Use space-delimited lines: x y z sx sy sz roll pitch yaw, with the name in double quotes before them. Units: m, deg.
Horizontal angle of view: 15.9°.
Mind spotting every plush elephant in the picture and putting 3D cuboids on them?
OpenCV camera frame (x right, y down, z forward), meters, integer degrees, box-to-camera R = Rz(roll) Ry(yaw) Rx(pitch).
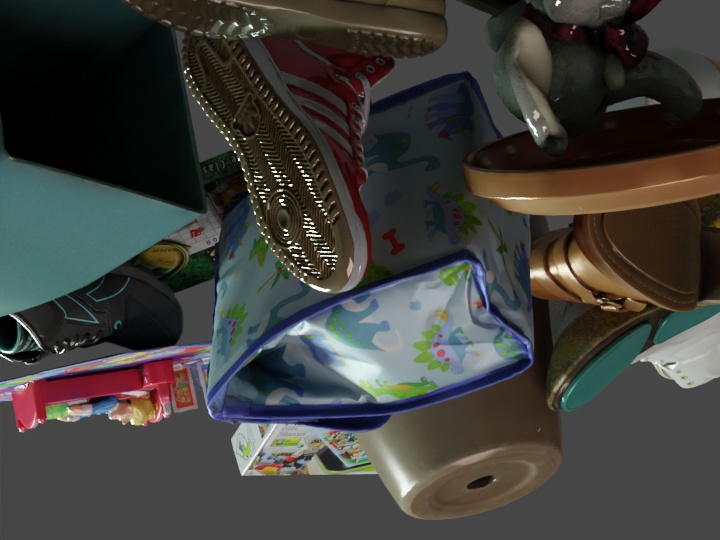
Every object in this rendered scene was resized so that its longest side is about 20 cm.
"plush elephant" 0.132 -0.140 1.426 0.198 0.165 0.156 -1 110 4

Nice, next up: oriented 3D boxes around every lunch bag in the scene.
"lunch bag" 0.000 0.000 1.552 0.199 0.171 0.128 -18 129 18

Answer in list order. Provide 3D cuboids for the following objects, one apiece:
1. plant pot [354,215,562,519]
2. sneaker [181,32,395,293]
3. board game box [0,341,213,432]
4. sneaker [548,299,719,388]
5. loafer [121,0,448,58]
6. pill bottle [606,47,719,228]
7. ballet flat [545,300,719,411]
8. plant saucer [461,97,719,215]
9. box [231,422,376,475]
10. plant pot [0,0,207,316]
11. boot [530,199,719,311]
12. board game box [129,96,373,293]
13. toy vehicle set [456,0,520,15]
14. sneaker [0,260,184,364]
"plant pot" 0.055 0.067 1.720 0.199 0.176 0.200 -15 156 -7
"sneaker" -0.016 -0.071 1.481 0.112 0.201 0.071 0 140 -40
"board game box" -0.169 0.085 1.695 0.199 0.039 0.158 -14 173 21
"sneaker" 0.208 0.057 1.898 0.199 0.074 0.116 -18 145 -4
"loafer" -0.047 -0.166 1.436 0.199 0.068 0.076 10 167 -10
"pill bottle" 0.217 -0.079 1.664 0.199 0.113 0.113 16 134 -43
"ballet flat" 0.174 0.029 1.703 0.199 0.071 0.071 -30 158 -35
"plant saucer" 0.157 -0.063 1.444 0.199 0.033 0.200 -10 -170 2
"box" 0.015 0.107 1.909 0.199 0.035 0.110 2 142 -29
"plant pot" -0.211 -0.059 1.458 0.141 0.142 0.200 15 142 -41
"boot" 0.149 -0.014 1.578 0.155 0.077 0.199 1 178 41
"board game box" -0.072 -0.042 1.656 0.199 0.024 0.105 -21 149 4
"toy vehicle set" 0.110 -0.199 1.510 0.199 0.027 0.124 16 133 -42
"sneaker" -0.197 0.027 1.619 0.199 0.080 0.075 21 144 -36
